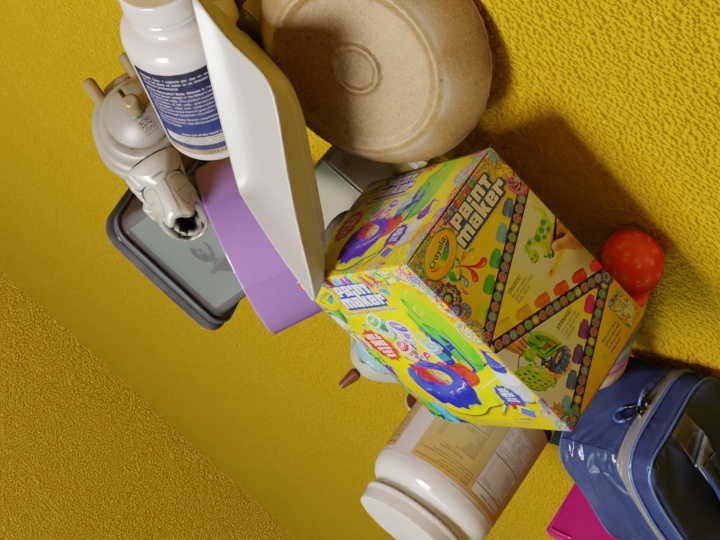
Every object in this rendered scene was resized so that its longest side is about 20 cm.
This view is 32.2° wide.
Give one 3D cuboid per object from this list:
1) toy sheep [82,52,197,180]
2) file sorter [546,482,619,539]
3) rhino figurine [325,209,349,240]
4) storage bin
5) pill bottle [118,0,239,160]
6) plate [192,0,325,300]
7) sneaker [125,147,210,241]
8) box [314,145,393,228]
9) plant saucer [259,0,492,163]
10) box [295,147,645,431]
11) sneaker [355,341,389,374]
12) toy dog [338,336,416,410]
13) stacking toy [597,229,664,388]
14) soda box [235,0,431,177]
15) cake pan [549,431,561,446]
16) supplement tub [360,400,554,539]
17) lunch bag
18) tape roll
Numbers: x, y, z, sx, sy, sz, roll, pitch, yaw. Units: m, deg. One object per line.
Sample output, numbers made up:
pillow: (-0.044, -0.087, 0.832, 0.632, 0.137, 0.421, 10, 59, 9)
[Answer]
toy sheep: (-0.236, -0.160, 1.373, 0.137, 0.139, 0.200, 35, 179, 8)
file sorter: (0.333, 0.288, 1.341, 0.199, 0.140, 0.126, 18, 154, 43)
rhino figurine: (0.000, 0.000, 1.185, 0.060, 0.088, 0.200, 34, 174, 17)
storage bin: (-0.184, -0.051, 1.539, 0.134, 0.146, 0.200, -28, 115, 39)
pill bottle: (-0.158, -0.204, 1.163, 0.110, 0.111, 0.201, 28, 158, 25)
plate: (-0.077, -0.107, 1.023, 0.200, 0.032, 0.201, -129, 22, -51)
sneaker: (-0.194, -0.064, 1.352, 0.081, 0.075, 0.200, 56, 180, 11)
box: (-0.015, -0.086, 1.219, 0.068, 0.082, 0.200, 40, 162, -6)
plant saucer: (0.003, -0.162, 0.962, 0.198, 0.036, 0.202, 15, 130, 19)
box: (0.085, 0.021, 1.024, 0.193, 0.122, 0.199, 44, 159, -17)
sneaker: (0.092, 0.067, 1.280, 0.197, 0.080, 0.096, 1, 148, 1)
toy dog: (0.054, 0.141, 1.551, 0.199, 0.097, 0.132, 33, 175, 21)
stacking toy: (0.214, 0.027, 1.084, 0.085, 0.086, 0.201, 33, 153, 14)
soda box: (-0.011, -0.167, 1.049, 0.199, 0.068, 0.064, 40, 161, -3)
cake pan: (0.186, 0.130, 1.400, 0.199, 0.037, 0.201, 34, 159, 14)
supplement tub: (0.105, 0.202, 1.345, 0.144, 0.201, 0.145, 33, 160, 14)
lunch bag: (0.290, 0.176, 1.173, 0.132, 0.136, 0.201, 12, 148, 48)
tape roll: (-0.109, -0.034, 1.372, 0.200, 0.065, 0.202, -90, -26, -84)
